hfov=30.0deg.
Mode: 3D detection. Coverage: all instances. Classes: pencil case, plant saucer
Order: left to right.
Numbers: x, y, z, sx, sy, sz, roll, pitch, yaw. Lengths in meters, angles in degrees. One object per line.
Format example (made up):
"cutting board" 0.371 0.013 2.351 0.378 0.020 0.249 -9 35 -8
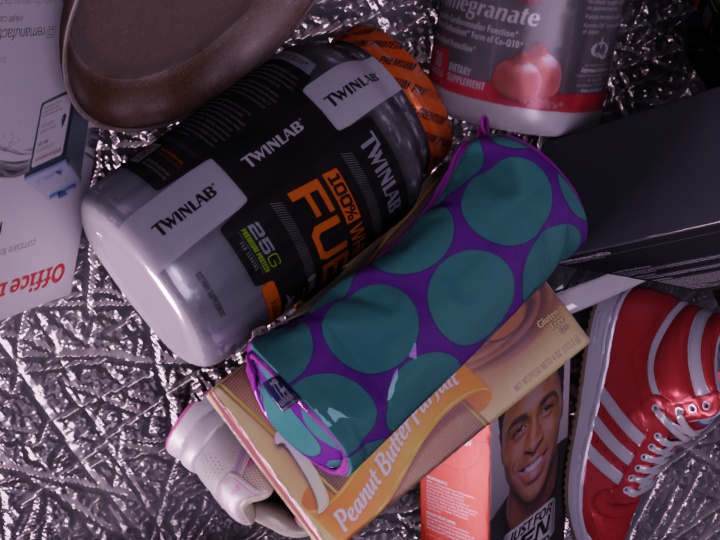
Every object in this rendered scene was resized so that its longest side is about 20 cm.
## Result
"plant saucer" -0.087 -0.161 0.728 0.032 0.200 0.200 44 96 19
"pencil case" 0.029 0.014 0.730 0.200 0.085 0.092 -42 85 -14

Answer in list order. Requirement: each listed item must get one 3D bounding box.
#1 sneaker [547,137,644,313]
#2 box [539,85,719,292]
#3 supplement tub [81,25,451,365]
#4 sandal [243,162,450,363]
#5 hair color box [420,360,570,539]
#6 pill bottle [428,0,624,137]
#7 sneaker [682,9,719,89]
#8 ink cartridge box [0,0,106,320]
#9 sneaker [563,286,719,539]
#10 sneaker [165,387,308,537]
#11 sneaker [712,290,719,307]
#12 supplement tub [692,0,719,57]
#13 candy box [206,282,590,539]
"sneaker" 0.174 -0.046 0.893 0.199 0.073 0.112 -21 87 -27
"box" 0.215 -0.044 0.748 0.141 0.200 0.079 7 78 -33
"supplement tub" -0.050 -0.048 0.780 0.200 0.122 0.123 -39 116 -17
"sandal" 0.000 0.000 0.869 0.200 0.054 0.080 -46 147 2
"hair color box" 0.092 0.130 0.918 0.101 0.061 0.201 -26 121 -46
"pill bottle" 0.107 -0.189 0.799 0.110 0.111 0.201 3 109 -16
"sneaker" 0.296 -0.126 0.903 0.200 0.066 0.079 37 87 -24
"ink cartridge box" -0.212 -0.076 0.728 0.085 0.146 0.201 18 107 17
"sneaker" 0.208 0.115 0.925 0.071 0.112 0.201 -16 113 -54
"sneaker" -0.026 0.132 0.872 0.199 0.088 0.082 2 131 -37
"sneaker" 0.344 -0.021 0.899 0.108 0.068 0.201 5 152 -47
"supplement tub" 0.252 -0.188 0.793 0.122 0.123 0.201 -20 79 -7
"candy box" 0.022 0.058 0.794 0.200 0.055 0.116 -37 89 -12
